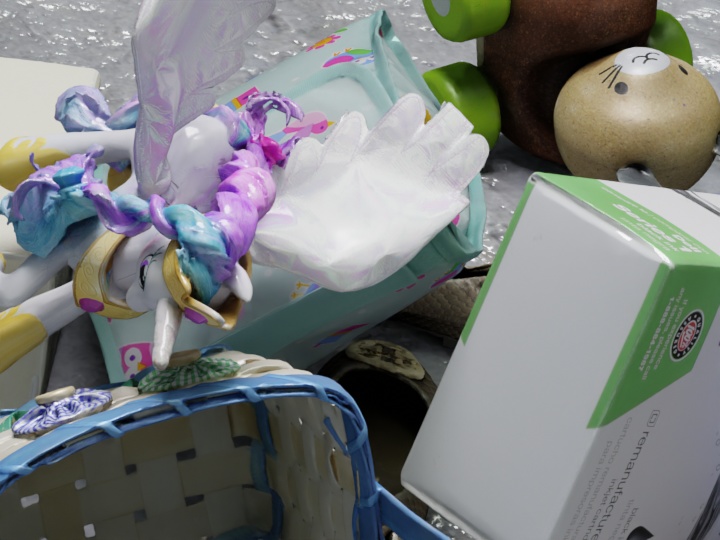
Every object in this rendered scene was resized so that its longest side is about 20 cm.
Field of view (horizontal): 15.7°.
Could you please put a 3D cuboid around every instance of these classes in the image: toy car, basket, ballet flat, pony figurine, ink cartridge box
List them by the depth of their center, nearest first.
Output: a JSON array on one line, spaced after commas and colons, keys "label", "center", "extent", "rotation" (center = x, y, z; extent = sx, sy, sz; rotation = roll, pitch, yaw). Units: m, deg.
[{"label": "basket", "center": [-0.067, 0.113, 0.963], "extent": [0.176, 0.139, 0.200], "rotation": [-18, 29, -20]}, {"label": "pony figurine", "center": [-0.067, -0.035, 1.026], "extent": [0.200, 0.167, 0.193], "rotation": [-3, 45, 54]}, {"label": "ink cartridge box", "center": [0.129, 0.045, 1.113], "extent": [0.084, 0.146, 0.200], "rotation": [33, 19, 35]}, {"label": "ballet flat", "center": [0.005, 0.080, 1.143], "extent": [0.067, 0.046, 0.200], "rotation": [11, 28, 2]}, {"label": "ballet flat", "center": [0.000, 0.000, 1.304], "extent": [0.200, 0.046, 0.067], "rotation": [14, 27, 5]}, {"label": "toy car", "center": [0.149, -0.101, 1.433], "extent": [0.164, 0.158, 0.200], "rotation": [-17, 41, -24]}]

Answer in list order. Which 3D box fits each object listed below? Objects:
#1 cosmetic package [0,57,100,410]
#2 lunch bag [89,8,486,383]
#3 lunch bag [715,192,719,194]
[{"label": "cosmetic package", "center": [-0.177, -0.014, 1.210], "extent": [0.087, 0.103, 0.200], "rotation": [8, 27, -3]}, {"label": "lunch bag", "center": [-0.035, -0.017, 1.167], "extent": [0.170, 0.122, 0.200], "rotation": [-28, 18, 10]}, {"label": "lunch bag", "center": [0.254, 0.018, 1.337], "extent": [0.200, 0.076, 0.160], "rotation": [-15, 40, -41]}]
